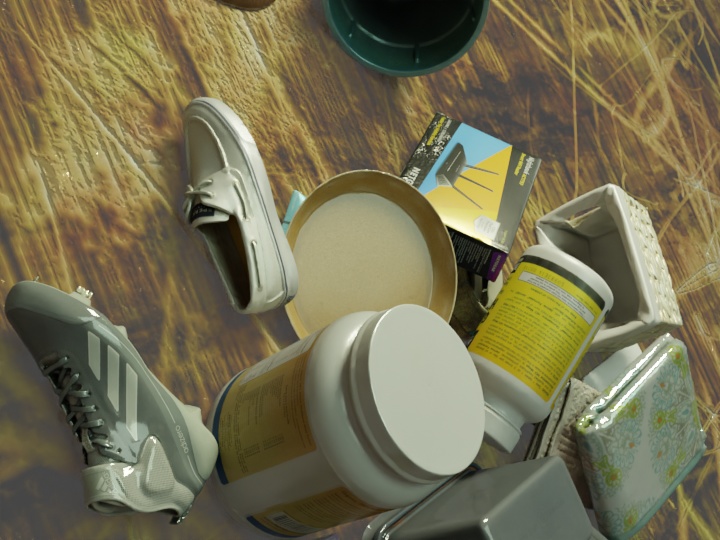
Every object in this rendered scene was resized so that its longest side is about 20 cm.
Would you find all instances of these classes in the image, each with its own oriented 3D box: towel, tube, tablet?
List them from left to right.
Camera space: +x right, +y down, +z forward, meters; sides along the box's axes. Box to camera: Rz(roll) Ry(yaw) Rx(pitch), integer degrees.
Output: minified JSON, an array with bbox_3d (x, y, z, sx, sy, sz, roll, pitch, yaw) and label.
[{"bbox_3d":[0.000,0.000,0.854,0.198,0.050,0.079,32,52,-26],"label":"tube"},{"bbox_3d":[0.271,0.210,0.985,0.198,0.034,0.135,24,85,-38],"label":"towel"},{"bbox_3d":[0.382,0.185,1.183,0.198,0.014,0.133,-19,83,-50],"label":"tablet"},{"bbox_3d":[0.332,0.196,0.982,0.198,0.048,0.174,-35,116,-28],"label":"towel"}]

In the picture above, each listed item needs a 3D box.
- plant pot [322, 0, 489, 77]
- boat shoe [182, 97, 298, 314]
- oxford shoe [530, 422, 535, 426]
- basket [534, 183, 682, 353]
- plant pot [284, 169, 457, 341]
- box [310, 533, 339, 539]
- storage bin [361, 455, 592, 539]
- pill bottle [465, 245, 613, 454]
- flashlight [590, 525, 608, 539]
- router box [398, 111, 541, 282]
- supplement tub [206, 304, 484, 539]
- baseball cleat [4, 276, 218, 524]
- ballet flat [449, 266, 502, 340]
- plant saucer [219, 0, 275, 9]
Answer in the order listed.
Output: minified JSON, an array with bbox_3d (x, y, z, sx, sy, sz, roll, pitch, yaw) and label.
[{"bbox_3d":[0.061,-0.382,1.030,0.199,0.199,0.199,37,38,-26],"label":"plant pot"},{"bbox_3d":[-0.122,-0.057,0.738,0.069,0.070,0.205,-19,88,-49],"label":"boat shoe"},{"bbox_3d":[0.222,0.129,0.989,0.200,0.084,0.073,48,40,-19],"label":"oxford shoe"},{"bbox_3d":[0.345,0.006,1.153,0.122,0.134,0.205,14,59,-46],"label":"basket"},{"bbox_3d":[0.007,0.005,0.820,0.195,0.027,0.206,3,84,-26],"label":"plant pot"},{"bbox_3d":[-0.087,0.255,0.621,0.198,0.041,0.040,-13,79,-50],"label":"box"},{"bbox_3d":[0.122,0.260,0.769,0.198,0.133,0.148,-18,81,-49],"label":"storage bin"},{"bbox_3d":[0.175,0.085,0.886,0.112,0.112,0.202,39,79,-24],"label":"pill bottle"},{"bbox_3d":[0.236,0.302,0.927,0.200,0.068,0.068,43,5,-28],"label":"flashlight"},{"bbox_3d":[0.121,-0.093,0.977,0.146,0.052,0.201,25,44,5],"label":"router box"},{"bbox_3d":[-0.015,0.120,0.649,0.143,0.198,0.148,24,53,-36],"label":"supplement tub"},{"bbox_3d":[-0.182,0.099,0.583,0.200,0.069,0.107,45,42,-19],"label":"baseball cleat"},{"bbox_3d":[0.140,-0.013,0.993,0.070,0.070,0.204,29,50,-32],"label":"ballet flat"},{"bbox_3d":[-0.151,-0.387,0.913,0.198,0.036,0.205,24,52,-35],"label":"plant saucer"}]
